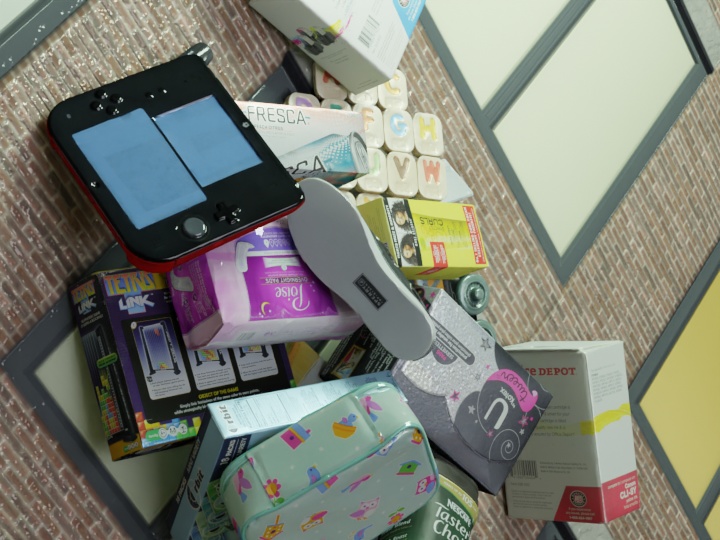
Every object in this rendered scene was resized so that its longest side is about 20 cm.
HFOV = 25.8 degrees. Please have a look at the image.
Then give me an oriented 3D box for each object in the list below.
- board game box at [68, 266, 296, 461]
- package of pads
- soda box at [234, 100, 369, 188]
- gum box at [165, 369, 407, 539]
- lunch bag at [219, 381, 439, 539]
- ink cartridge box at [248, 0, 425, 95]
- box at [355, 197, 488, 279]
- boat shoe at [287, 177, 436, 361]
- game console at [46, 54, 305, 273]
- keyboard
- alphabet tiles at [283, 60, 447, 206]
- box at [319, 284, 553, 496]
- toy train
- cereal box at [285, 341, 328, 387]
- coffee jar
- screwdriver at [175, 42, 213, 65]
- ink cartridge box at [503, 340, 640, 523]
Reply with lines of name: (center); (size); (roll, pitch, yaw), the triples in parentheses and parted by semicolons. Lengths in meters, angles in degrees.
board game box: (-0.162, 0.077, 1.481); (0.199, 0.056, 0.167); (-7, 77, -45)
package of pads: (-0.088, 0.008, 1.486); (0.199, 0.075, 0.122); (-3, 69, -45)
soda box: (-0.089, -0.125, 1.561); (0.198, 0.063, 0.069); (1, 78, -36)
gum box: (-0.071, 0.181, 1.489); (0.198, 0.171, 0.045); (-7, 48, -32)
lunch bag: (-0.029, 0.200, 1.437); (0.199, 0.077, 0.161); (-30, 144, -7)
ink cartridge box: (-0.036, -0.293, 1.634); (0.199, 0.067, 0.116); (38, 60, -27)
box: (0.060, -0.030, 1.611); (0.199, 0.050, 0.076); (3, 72, -59)
boat shoe: (0.000, 0.000, 1.482); (0.201, 0.068, 0.057); (54, 9, -1)
game console: (-0.170, -0.101, 1.424); (0.176, 0.031, 0.201); (-27, 65, -23)
keyboard: (0.041, -0.081, 1.723); (0.199, 0.011, 0.057); (-19, 67, -40)
alphabet tiles: (0.008, -0.130, 1.680); (0.198, 0.015, 0.198); (6, 73, -32)
box: (0.082, 0.120, 1.629); (0.200, 0.114, 0.133); (43, 71, -31)
toy train: (0.081, 0.036, 1.740); (0.113, 0.085, 0.203); (-16, 99, -35)
cereal box: (-0.044, 0.182, 1.630); (0.200, 0.039, 0.145); (43, 59, -34)
coffee jar: (0.062, 0.278, 1.554); (0.104, 0.085, 0.201); (37, 39, -25)
screwdriver: (-0.207, -0.160, 1.497); (0.029, 0.028, 0.200); (44, 54, 3)
ink cartridge box: (0.240, 0.185, 1.839); (0.083, 0.144, 0.203); (-10, 95, -45)
